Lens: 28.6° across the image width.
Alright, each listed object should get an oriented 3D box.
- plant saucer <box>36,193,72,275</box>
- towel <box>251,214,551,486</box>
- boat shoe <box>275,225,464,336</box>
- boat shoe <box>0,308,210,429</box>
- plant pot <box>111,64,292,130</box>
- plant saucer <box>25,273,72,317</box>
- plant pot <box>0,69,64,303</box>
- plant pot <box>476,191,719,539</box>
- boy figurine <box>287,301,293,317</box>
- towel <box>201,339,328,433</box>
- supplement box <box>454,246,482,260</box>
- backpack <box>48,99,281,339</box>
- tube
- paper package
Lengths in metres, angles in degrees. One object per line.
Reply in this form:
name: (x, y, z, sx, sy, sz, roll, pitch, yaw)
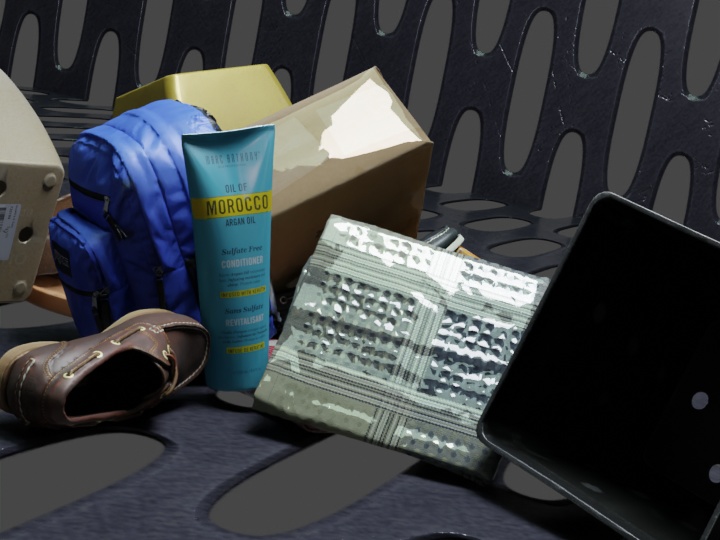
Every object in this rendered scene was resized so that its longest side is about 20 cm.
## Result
plant saucer: (-0.258, -0.050, 1.382, 0.198, 0.035, 0.201, -14, 19, 5)
towel: (0.034, 0.058, 1.093, 0.198, 0.194, 0.035, 18, -33, 7)
boat shoe: (0.000, 0.000, 1.319, 0.198, 0.067, 0.075, -30, 2, 5)
boat shoe: (-0.167, 0.074, 1.006, 0.070, 0.071, 0.199, 9, 15, 32)
plant pot: (-0.172, -0.125, 1.573, 0.198, 0.179, 0.199, -13, 1, -37)
plant saucer: (-0.238, 0.017, 1.379, 0.197, 0.033, 0.200, 10, 9, -2)
plant pot: (-0.382, -0.069, 1.269, 0.176, 0.202, 0.199, 32, 20, 36)
plant pot: (0.239, 0.093, 1.010, 0.199, 0.202, 0.177, 30, 2, 43)
boy figurine: (0.037, 0.057, 1.152, 0.198, 0.065, 0.125, 22, 40, 11)
towel: (-0.052, 0.094, 1.183, 0.143, 0.023, 0.199, 1, 12, -41)
supplement box: (0.158, 0.054, 1.334, 0.198, 0.069, 0.067, 30, 3, -4)
backpack: (-0.169, -0.030, 1.169, 0.166, 0.203, 0.162, -22, 24, -29)
tube: (-0.099, -0.009, 1.094, 0.077, 0.203, 0.050, -10, 17, -32)
paper package: (-0.045, -0.068, 1.340, 0.198, 0.191, 0.104, -27, 65, -19)
